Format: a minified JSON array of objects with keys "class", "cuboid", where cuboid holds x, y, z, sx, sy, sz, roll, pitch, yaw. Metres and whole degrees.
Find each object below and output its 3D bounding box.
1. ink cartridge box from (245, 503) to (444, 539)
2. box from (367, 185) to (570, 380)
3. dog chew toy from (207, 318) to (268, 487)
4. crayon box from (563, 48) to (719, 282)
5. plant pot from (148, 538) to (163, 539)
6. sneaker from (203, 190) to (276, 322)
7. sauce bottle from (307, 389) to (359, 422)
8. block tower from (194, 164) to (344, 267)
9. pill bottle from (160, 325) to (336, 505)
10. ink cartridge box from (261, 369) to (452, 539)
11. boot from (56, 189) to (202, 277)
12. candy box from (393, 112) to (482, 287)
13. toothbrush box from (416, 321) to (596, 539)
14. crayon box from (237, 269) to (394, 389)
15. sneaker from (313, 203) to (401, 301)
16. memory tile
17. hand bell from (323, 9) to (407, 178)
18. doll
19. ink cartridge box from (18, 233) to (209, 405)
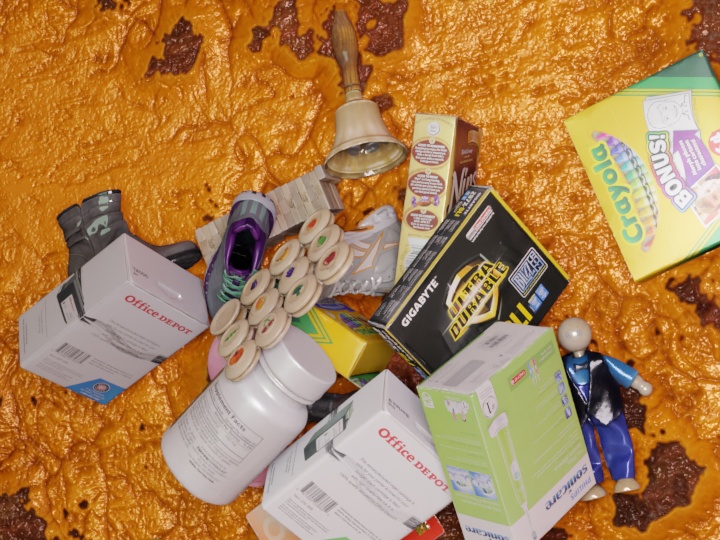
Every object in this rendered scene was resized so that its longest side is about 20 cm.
[{"class":"ink cartridge box","cuboid":[-0.021,0.310,1.592,0.199,0.050,0.163,-39,76,18]},{"class":"box","cuboid":[0.124,0.034,1.462,0.201,0.160,0.049,-51,28,-14]},{"class":"dog chew toy","cuboid":[-0.127,0.163,1.603,0.123,0.124,0.204,5,97,20]},{"class":"crayon box","cuboid":[0.346,-0.114,1.460,0.171,0.058,0.203,-26,80,18]},{"class":"plant pot","cuboid":[-0.231,0.440,1.615,0.187,0.186,0.201,-47,59,13]},{"class":"sneaker","cuboid":[-0.155,0.005,1.584,0.073,0.088,0.202,13,121,-1]},{"class":"sauce bottle","cuboid":[0.023,0.179,1.567,0.197,0.066,0.067,8,91,18]},{"class":"block tower","cuboid":[-0.113,-0.062,1.636,0.198,0.054,0.059,-27,80,18]},{"class":"pill bottle","cuboid":[-0.124,0.160,1.483,0.200,0.114,0.115,-46,74,17]},{"class":"ink cartridge box","cuboid":[0.008,0.231,1.484,0.199,0.084,0.146,-40,110,23]},{"class":"boot","cuboid":[-0.307,-0.046,1.704,0.197,0.070,0.134,-15,78,15]},{"class":"candy box","cuboid":[0.092,-0.074,1.525,0.056,0.116,0.204,6,91,21]},{"class":"toothbrush box","cuboid":[0.160,0.179,1.410,0.085,0.145,0.202,3,120,48]},{"class":"crayon box","cuboid":[-0.036,0.070,1.564,0.199,0.125,0.052,33,100,18]},{"class":"sneaker","cuboid":[0.000,0.000,1.529,0.092,0.199,0.076,48,141,6]},{"class":"memory tile","cuboid":[-0.090,0.023,1.455,0.017,0.154,0.200,39,101,-26]},{"class":"hand bell","cuboid":[-0.010,-0.226,1.596,0.103,0.104,0.203,-17,72,19]},{"class":"doll","cuboid":[0.266,0.152,1.488,0.135,0.048,0.203,-16,86,19]},{"class":"ink cartridge box","cuboid":[-0.308,0.064,1.639,0.199,0.144,0.085,-35,47,22]}]
